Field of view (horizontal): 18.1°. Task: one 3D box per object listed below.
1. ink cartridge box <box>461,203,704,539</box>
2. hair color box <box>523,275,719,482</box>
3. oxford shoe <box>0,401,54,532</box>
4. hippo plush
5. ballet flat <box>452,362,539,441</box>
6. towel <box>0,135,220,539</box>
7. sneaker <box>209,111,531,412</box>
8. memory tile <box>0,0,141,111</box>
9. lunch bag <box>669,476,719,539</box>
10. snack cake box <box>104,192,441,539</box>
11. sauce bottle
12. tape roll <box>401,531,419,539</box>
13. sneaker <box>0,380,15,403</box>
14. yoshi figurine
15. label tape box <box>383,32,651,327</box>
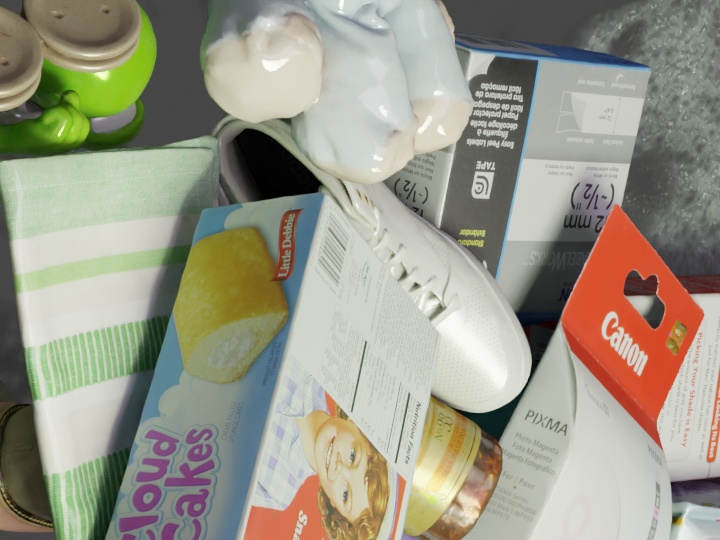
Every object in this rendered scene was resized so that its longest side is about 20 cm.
[{"bbox_3d":[0.130,0.090,1.170,0.200,0.057,0.163,-59,147,-8],"label":"ink cartridge box"},{"bbox_3d":[0.179,0.062,1.306,0.200,0.064,0.111,0,100,-40],"label":"hair color box"},{"bbox_3d":[-0.099,0.094,1.024,0.200,0.074,0.071,12,73,-66],"label":"oxford shoe"},{"bbox_3d":[0.020,-0.152,0.988,0.159,0.161,0.200,20,43,-41],"label":"hippo plush"},{"bbox_3d":[0.032,0.100,1.177,0.200,0.073,0.073,-13,108,-36],"label":"ballet flat"},{"bbox_3d":[-0.088,0.047,0.948,0.152,0.023,0.201,-14,97,-61],"label":"towel"},{"bbox_3d":[0.000,0.000,1.053,0.074,0.116,0.200,-41,95,15],"label":"sneaker"},{"bbox_3d":[-0.197,-0.111,0.894,0.200,0.153,0.017,-25,156,-35],"label":"memory tile"},{"bbox_3d":[0.217,0.209,1.333,0.199,0.127,0.170,4,94,-32],"label":"lunch bag"},{"bbox_3d":[-0.035,0.082,0.945,0.115,0.067,0.201,52,41,-44],"label":"snack cake box"},{"bbox_3d":[-0.028,0.060,1.073,0.200,0.066,0.066,31,77,-13],"label":"sauce bottle"},{"bbox_3d":[-0.030,0.220,1.095,0.199,0.085,0.201,7,77,-30],"label":"tape roll"},{"bbox_3d":[-0.199,0.122,0.947,0.200,0.114,0.073,-46,124,-27],"label":"sneaker"},{"bbox_3d":[-0.165,-0.082,0.940,0.200,0.112,0.113,-10,99,-43],"label":"yoshi figurine"},{"bbox_3d":[0.067,-0.019,1.175,0.143,0.066,0.201,0,103,-45],"label":"label tape box"}]
